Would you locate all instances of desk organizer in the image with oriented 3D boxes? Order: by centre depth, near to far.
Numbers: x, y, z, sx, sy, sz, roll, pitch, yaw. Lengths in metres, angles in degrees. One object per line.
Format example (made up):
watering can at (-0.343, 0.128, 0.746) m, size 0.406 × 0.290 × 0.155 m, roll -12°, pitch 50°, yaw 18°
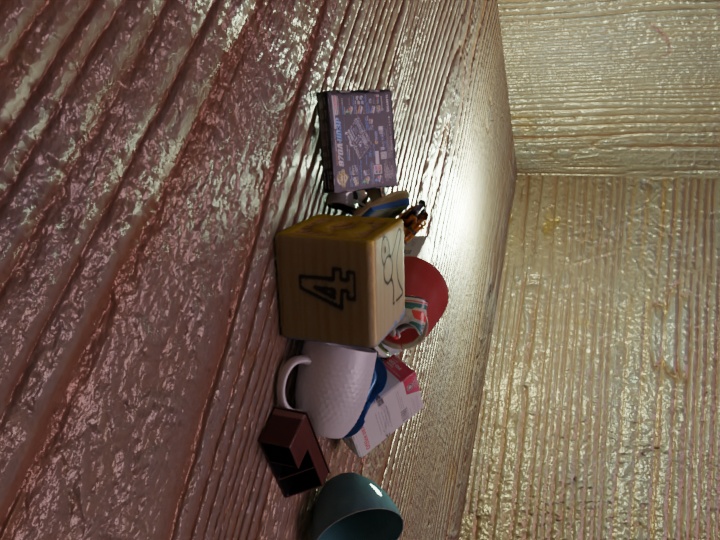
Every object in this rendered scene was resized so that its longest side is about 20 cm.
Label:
desk organizer at (-0.123, 0.352, 1.298) m, size 0.077 × 0.071 × 0.201 m, roll -63°, pitch 150°, yaw -42°

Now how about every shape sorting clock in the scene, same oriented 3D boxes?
shape sorting clock at (0.019, -0.111, 1.460) m, size 0.039 × 0.199 × 0.200 m, roll 60°, pitch 15°, yaw 14°

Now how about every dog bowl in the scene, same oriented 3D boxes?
dog bowl at (-0.022, 0.268, 1.475) m, size 0.201 × 0.111 × 0.050 m, roll -58°, pitch 174°, yaw -24°

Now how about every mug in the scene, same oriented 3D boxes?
mug at (-0.076, 0.225, 1.330) m, size 0.199 × 0.147 × 0.177 m, roll 14°, pitch 87°, yaw -39°

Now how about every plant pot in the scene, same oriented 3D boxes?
plant pot at (-0.021, 0.521, 1.486) m, size 0.135 × 0.199 × 0.201 m, roll -116°, pitch -171°, yaw -49°
plant pot at (0.109, 0.089, 1.677) m, size 0.177 × 0.199 × 0.202 m, roll -57°, pitch 146°, yaw -63°

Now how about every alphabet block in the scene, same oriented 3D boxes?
alphabet block at (-0.032, 0.012, 1.297) m, size 0.195 × 0.195 × 0.202 m, roll -38°, pitch 129°, yaw -65°

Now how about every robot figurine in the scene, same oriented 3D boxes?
robot figurine at (0.096, -0.091, 1.475) m, size 0.145 × 0.058 × 0.200 m, roll -43°, pitch 180°, yaw 9°

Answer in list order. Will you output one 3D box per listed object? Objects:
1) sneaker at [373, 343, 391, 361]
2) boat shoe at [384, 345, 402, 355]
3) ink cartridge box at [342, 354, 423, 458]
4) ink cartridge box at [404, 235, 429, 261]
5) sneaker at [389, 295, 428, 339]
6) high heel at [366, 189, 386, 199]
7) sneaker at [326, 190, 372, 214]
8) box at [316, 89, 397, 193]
sneaker at (0.023, 0.165, 1.596) m, size 0.200 × 0.076 × 0.089 m, roll 54°, pitch 26°, yaw -67°
boat shoe at (0.068, 0.203, 1.809) m, size 0.201 × 0.070 × 0.072 m, roll 20°, pitch 86°, yaw -65°
ink cartridge box at (0.038, 0.313, 1.579) m, size 0.199 × 0.085 × 0.146 m, roll -36°, pitch 136°, yaw -21°
ink cartridge box at (0.151, 0.007, 1.956) m, size 0.176 × 0.083 × 0.201 m, roll -59°, pitch 146°, yaw -52°
sneaker at (0.054, 0.106, 1.539) m, size 0.070 × 0.198 × 0.094 m, roll 30°, pitch 61°, yaw -66°
high heel at (0.037, -0.120, 1.621) m, size 0.143 × 0.071 × 0.201 m, roll 76°, pitch 10°, yaw -55°
sneaker at (-0.010, -0.164, 1.498) m, size 0.200 × 0.073 × 0.081 m, roll 15°, pitch 78°, yaw -70°
box at (-0.005, -0.262, 1.390) m, size 0.158 × 0.046 × 0.202 m, roll -11°, pitch 102°, yaw -33°
